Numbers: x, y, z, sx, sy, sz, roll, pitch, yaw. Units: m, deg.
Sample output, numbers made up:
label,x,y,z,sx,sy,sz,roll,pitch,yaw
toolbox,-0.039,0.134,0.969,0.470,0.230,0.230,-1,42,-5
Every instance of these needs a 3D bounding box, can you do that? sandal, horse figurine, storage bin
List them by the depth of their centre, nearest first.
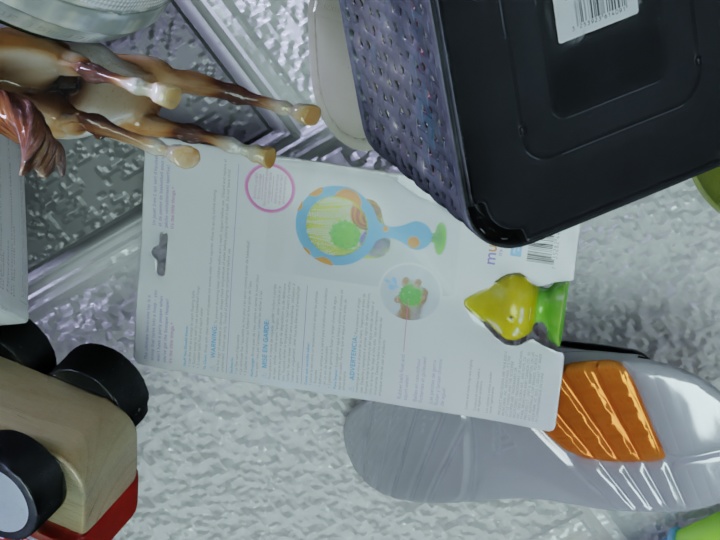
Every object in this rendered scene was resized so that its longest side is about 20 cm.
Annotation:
label,x,y,z,sx,sy,sz,roll,pitch,yaw
storage bin,0.067,-0.127,1.084,0.135,0.094,0.200,-22,121,-18
horse figurine,-0.108,-0.069,1.181,0.132,0.200,0.050,15,98,24
sandal,0.091,0.067,1.349,0.206,0.059,0.079,-2,115,28

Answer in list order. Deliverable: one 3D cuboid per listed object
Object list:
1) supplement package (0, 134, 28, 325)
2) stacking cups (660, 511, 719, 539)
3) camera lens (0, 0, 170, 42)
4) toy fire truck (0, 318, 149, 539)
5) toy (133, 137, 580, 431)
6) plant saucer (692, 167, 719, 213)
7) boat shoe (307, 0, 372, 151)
label,x,y,z,sx,sy,sz,roll,pitch,yaw
supplement package,-0.215,-0.041,1.191,0.117,0.200,0.117,-3,81,4
stacking cups,0.147,0.154,1.402,0.200,0.061,0.061,-24,118,21
camera lens,-0.104,-0.203,1.126,0.160,0.160,0.200,31,117,-16
toy fire truck,-0.185,0.110,1.351,0.176,0.129,0.200,20,129,19
toy,0.000,0.000,1.307,0.199,0.047,0.115,10,114,11
plant saucer,0.220,-0.100,1.213,0.200,0.031,0.200,-18,140,-16
boat shoe,0.017,-0.152,1.226,0.063,0.073,0.200,-20,124,-37
